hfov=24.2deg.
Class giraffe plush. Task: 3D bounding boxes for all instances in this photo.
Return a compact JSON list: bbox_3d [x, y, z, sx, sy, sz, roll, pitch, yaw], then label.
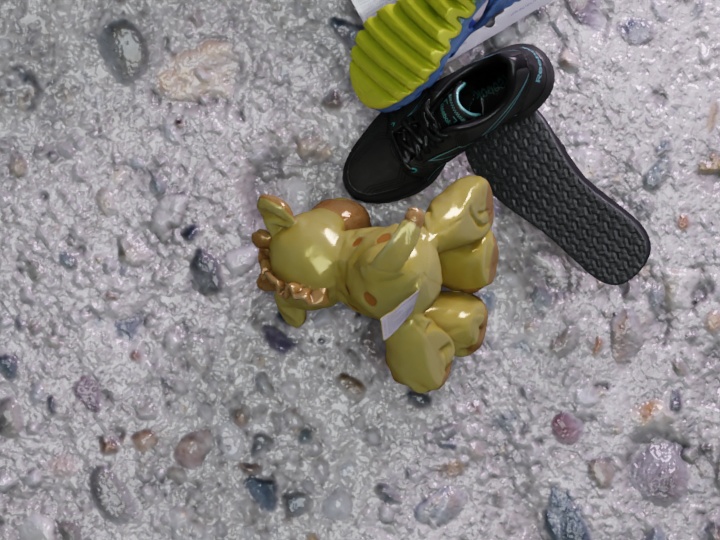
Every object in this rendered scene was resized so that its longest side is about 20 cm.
[{"bbox_3d":[0.000,0.000,1.346,0.161,0.199,0.175,14,104,29],"label":"giraffe plush"}]

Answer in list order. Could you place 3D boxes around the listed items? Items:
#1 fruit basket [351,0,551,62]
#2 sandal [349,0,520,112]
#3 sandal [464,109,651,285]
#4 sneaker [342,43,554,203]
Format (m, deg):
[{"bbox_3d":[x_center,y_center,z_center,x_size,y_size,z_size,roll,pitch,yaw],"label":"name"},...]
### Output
[{"bbox_3d":[0.062,-0.283,1.389,0.184,0.094,0.201,-31,107,-5],"label":"fruit basket"},{"bbox_3d":[0.072,-0.202,1.339,0.200,0.087,0.080,-45,66,24],"label":"sandal"},{"bbox_3d":[0.159,-0.068,1.396,0.075,0.048,0.201,-43,86,16],"label":"sandal"},{"bbox_3d":[0.061,-0.123,1.355,0.199,0.079,0.076,-34,82,18],"label":"sneaker"}]
